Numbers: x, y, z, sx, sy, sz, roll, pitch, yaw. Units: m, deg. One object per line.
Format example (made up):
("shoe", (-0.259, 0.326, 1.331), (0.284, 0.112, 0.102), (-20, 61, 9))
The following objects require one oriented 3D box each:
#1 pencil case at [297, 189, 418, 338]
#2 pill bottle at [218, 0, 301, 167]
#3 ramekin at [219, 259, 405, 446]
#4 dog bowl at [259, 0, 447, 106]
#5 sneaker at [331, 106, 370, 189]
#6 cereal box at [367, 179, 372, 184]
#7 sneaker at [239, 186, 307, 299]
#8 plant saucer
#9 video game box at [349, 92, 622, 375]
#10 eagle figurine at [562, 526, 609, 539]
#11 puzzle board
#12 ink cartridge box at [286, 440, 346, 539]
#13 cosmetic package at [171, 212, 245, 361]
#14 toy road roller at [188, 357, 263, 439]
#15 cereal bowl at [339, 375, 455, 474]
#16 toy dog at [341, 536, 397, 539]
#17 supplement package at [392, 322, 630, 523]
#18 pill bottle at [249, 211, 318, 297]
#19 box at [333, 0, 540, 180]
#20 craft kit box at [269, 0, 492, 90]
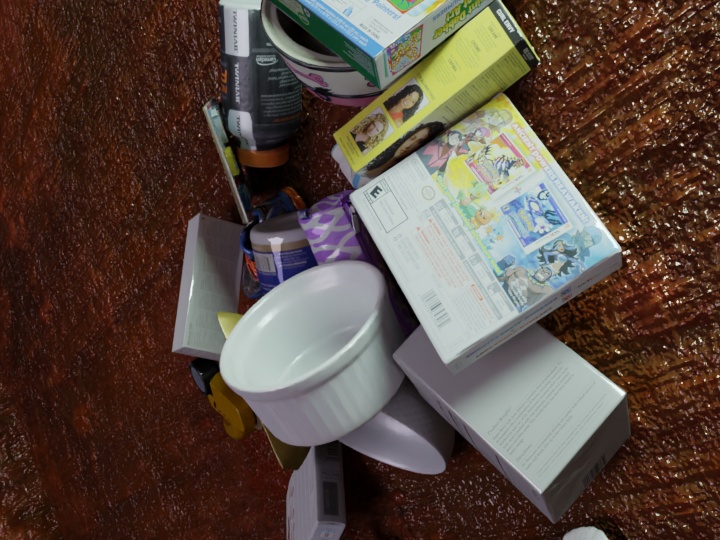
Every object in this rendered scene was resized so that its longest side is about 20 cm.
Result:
("pencil case", (0.000, 0.000, 0.983), (0.084, 0.084, 0.203), (-12, 110, 42))
("pill bottle", (-0.126, -0.238, 1.047), (0.105, 0.105, 0.205), (25, 123, 42))
("ramekin", (-0.043, 0.089, 0.882), (0.198, 0.201, 0.099), (8, 136, 49))
("dog bowl", (0.003, -0.251, 0.826), (0.200, 0.199, 0.074), (44, 166, 30))
("sneaker", (0.042, -0.152, 0.910), (0.082, 0.076, 0.200), (56, 147, 6))
("cereal box", (0.105, -0.058, 0.819), (0.200, 0.144, 0.040), (44, 179, 29))
("sneaker", (-0.143, -0.034, 1.172), (0.076, 0.077, 0.202), (48, 136, 27))
("plant saucer", (-0.111, 0.151, 1.060), (0.200, 0.048, 0.203), (84, 161, -76))
("video game box", (0.109, -0.038, 0.760), (0.180, 0.047, 0.202), (-33, 61, 6))
("eagle figurine", (0.190, 0.371, 0.829), (0.153, 0.197, 0.152), (61, 141, 13))
("puzzle board", (-0.174, -0.155, 1.113), (0.200, 0.017, 0.154), (-115, 7, -74))
("ink cartridge box", (-0.069, 0.347, 1.203), (0.162, 0.046, 0.203), (-97, 20, -46))
("cosmetic package", (-0.225, 0.025, 1.227), (0.050, 0.081, 0.205), (-20, 60, 51))
("toy road roller", (-0.163, 0.196, 1.264), (0.198, 0.121, 0.149), (26, 136, 48))
("cereal bowl", (0.028, 0.163, 0.999), (0.196, 0.085, 0.201), (21, 153, 11))
("toy dog", (0.017, 0.450, 1.186), (0.132, 0.095, 0.202), (50, 152, 21))
("supplement package", (0.149, 0.122, 0.811), (0.199, 0.121, 0.120), (41, 172, 33))
("pill bottle", (-0.069, 0.033, 1.074), (0.118, 0.118, 0.205), (9, 115, 48))
("box", (0.072, -0.164, 0.787), (0.199, 0.075, 0.051), (-37, 73, 19))
("craft kit box", (0.026, -0.288, 0.774), (0.200, 0.197, 0.049), (44, 169, 30))
